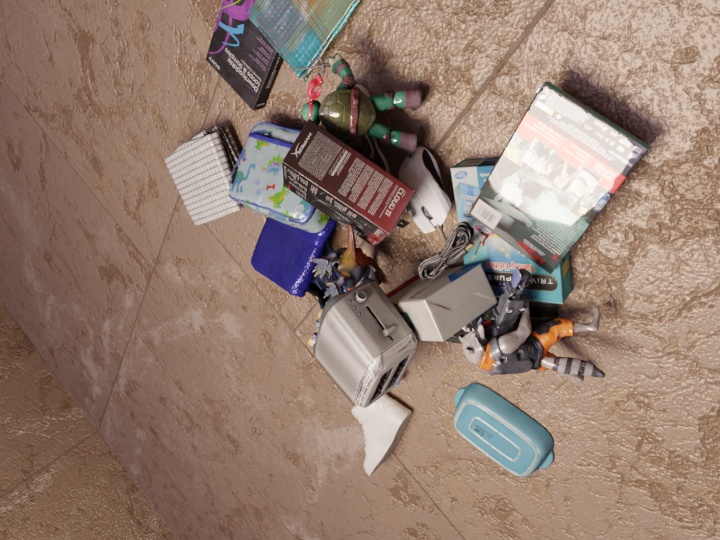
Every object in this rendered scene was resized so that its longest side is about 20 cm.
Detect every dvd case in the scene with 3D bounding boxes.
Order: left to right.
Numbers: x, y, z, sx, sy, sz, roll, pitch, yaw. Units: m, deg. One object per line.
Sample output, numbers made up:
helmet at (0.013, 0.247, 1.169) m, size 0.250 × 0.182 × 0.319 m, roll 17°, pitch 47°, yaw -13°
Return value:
dvd case at (0.240, -0.111, 0.695) m, size 0.145 × 0.022 × 0.202 m, roll 38°, pitch 130°, yaw 15°

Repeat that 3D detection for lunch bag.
lunch bag at (-0.127, -0.169, 0.954) m, size 0.197 × 0.082 × 0.163 m, roll 23°, pitch 87°, yaw 27°

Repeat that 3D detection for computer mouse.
computer mouse at (0.097, -0.096, 0.818) m, size 0.110 × 0.043 × 0.203 m, roll -43°, pitch 58°, yaw 43°

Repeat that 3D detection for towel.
towel at (-0.306, -0.195, 1.133) m, size 0.198 × 0.085 × 0.169 m, roll -11°, pitch 104°, yaw 45°
towel at (-0.116, -0.069, 1.013) m, size 0.146 × 0.049 × 0.203 m, roll 30°, pitch 101°, yaw 29°
towel at (-0.077, -0.416, 0.828) m, size 0.147 × 0.022 × 0.200 m, roll 50°, pitch 122°, yaw 5°

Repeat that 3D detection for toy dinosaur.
toy dinosaur at (0.000, 0.000, 0.918) m, size 0.200 × 0.180 × 0.106 m, roll -42°, pitch 80°, yaw 38°

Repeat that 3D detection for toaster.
toaster at (0.004, 0.120, 0.844) m, size 0.130 × 0.112 × 0.202 m, roll 48°, pitch 145°, yaw 22°

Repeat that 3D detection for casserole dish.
casserole dish at (0.244, 0.288, 0.966) m, size 0.198 × 0.039 × 0.123 m, roll 34°, pitch 131°, yaw 22°

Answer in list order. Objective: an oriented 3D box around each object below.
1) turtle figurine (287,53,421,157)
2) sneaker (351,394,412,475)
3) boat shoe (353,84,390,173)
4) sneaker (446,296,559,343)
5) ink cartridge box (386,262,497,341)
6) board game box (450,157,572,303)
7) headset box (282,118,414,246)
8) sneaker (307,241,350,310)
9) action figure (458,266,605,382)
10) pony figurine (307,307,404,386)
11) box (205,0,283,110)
turtle figurine at (-0.013, -0.227, 0.796) m, size 0.195 × 0.101 × 0.152 m, roll 5°, pitch 119°, yaw -7°
sneaker at (0.026, 0.334, 1.157) m, size 0.115 × 0.073 × 0.203 m, roll 35°, pitch 122°, yaw 22°
boat shoe at (-0.002, -0.195, 0.888) m, size 0.073 × 0.060 × 0.204 m, roll 6°, pitch 117°, yaw 38°
sneaker at (0.206, 0.077, 0.867) m, size 0.197 × 0.060 × 0.106 m, roll 19°, pitch 127°, yaw 25°
ink cartridge box at (0.105, 0.053, 0.857) m, size 0.068 × 0.115 × 0.199 m, roll 63°, pitch 157°, yaw -6°
board game box at (0.218, -0.059, 0.788) m, size 0.149 × 0.047 × 0.204 m, roll 4°, pitch 116°, yaw 39°
headset box at (-0.016, -0.117, 0.812) m, size 0.198 × 0.078 × 0.149 m, roll 32°, pitch 173°, yaw -3°
sneaker at (-0.087, -0.004, 1.054) m, size 0.202 × 0.078 × 0.075 m, roll 55°, pitch 134°, yaw 2°
action figure at (0.233, 0.094, 0.752) m, size 0.189 × 0.106 × 0.202 m, roll -2°, pitch 137°, yaw 2°
pony figurine at (0.004, 0.145, 1.016) m, size 0.197 × 0.169 × 0.194 m, roll 24°, pitch 156°, yaw 4°
box at (-0.192, -0.405, 0.950) m, size 0.143 × 0.036 × 0.201 m, roll 47°, pitch 135°, yaw 10°
